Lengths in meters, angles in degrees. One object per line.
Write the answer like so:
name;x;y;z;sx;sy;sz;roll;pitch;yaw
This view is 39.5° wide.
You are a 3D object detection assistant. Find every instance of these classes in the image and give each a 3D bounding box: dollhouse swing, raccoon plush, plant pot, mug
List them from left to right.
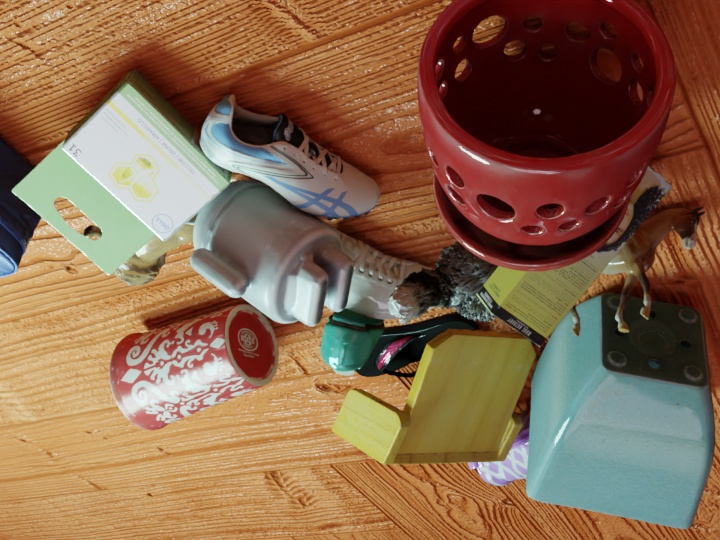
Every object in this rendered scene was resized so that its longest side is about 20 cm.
mug;-0.206;0.115;1.339;0.198;0.177;0.135;-20;97;31
dollhouse swing;0.097;0.146;1.280;0.197;0.179;0.181;5;-172;-33
raccoon plush;0.137;-0.001;1.014;0.097;0.199;0.134;53;135;0
plant pot;0.150;-0.114;0.837;0.197;0.203;0.183;4;151;11
plant pot;0.305;0.140;1.143;0.192;0.198;0.202;9;135;4

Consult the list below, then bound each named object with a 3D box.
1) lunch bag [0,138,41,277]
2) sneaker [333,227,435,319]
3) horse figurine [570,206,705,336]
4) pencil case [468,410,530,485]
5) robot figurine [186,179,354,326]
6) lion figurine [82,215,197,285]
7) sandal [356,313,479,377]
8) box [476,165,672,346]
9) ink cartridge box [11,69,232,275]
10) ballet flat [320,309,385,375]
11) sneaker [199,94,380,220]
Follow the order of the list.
lunch bag;-0.458;-0.080;1.112;0.134;0.134;0.200;-14;137;31
sneaker;0.000;0.000;1.134;0.196;0.074;0.085;5;139;5
horse figurine;0.251;0.001;1.038;0.050;0.134;0.199;31;154;-31
pencil case;0.236;0.227;1.344;0.085;0.085;0.200;-7;157;-38
robot figurine;-0.097;-0.022;1.056;0.199;0.169;0.114;32;125;28
lion figurine;-0.230;-0.046;1.144;0.198;0.073;0.122;-19;137;32
sandal;0.062;0.106;1.280;0.198;0.046;0.075;-21;134;37
box;0.203;-0.028;0.964;0.075;0.050;0.201;31;104;-26
ink cartridge box;-0.249;-0.087;1.034;0.199;0.048;0.145;-38;114;18
ballet flat;-0.014;0.083;1.166;0.066;0.072;0.200;15;-176;6
sneaker;-0.064;-0.111;1.009;0.198;0.073;0.073;22;135;-19
